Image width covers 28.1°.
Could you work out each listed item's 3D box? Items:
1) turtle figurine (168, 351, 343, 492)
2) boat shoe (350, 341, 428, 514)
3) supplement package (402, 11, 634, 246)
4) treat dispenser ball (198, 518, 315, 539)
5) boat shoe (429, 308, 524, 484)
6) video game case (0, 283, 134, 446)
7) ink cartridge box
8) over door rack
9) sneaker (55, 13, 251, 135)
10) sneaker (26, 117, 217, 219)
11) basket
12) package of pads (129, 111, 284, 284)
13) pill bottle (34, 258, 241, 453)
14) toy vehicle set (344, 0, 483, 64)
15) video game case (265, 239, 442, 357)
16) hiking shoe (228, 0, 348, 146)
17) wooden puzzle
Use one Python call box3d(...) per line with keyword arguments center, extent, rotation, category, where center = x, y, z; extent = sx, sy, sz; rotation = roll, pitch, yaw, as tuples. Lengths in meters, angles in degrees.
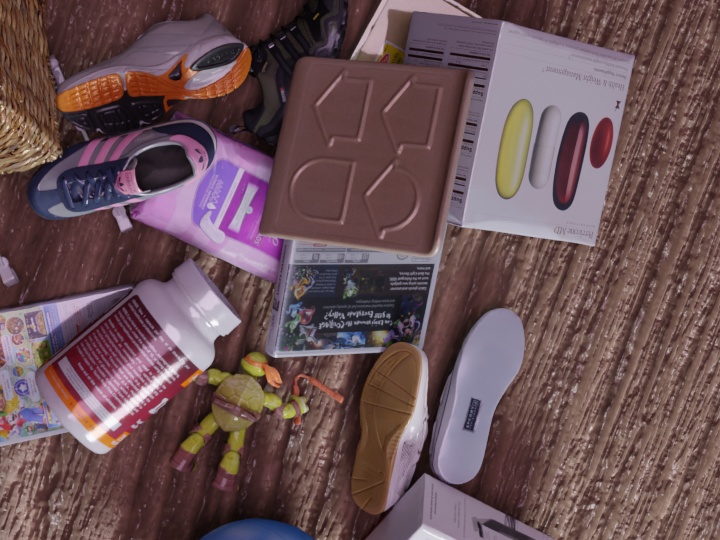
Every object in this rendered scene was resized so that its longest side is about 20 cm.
box3d(center=(-0.128, 0.155, 1.545), extent=(0.199, 0.064, 0.162), rotation=(24, 95, -15), category="turtle figurine")
box3d(center=(0.042, 0.168, 1.582), extent=(0.069, 0.071, 0.201), rotation=(-9, 120, -49), category="boat shoe")
box3d(center=(0.148, -0.144, 1.467), extent=(0.190, 0.147, 0.201), rotation=(5, 99, -37), category="supplement package")
box3d(center=(-0.110, 0.364, 1.518), extent=(0.200, 0.201, 0.202), rotation=(-2, 101, -11), category="treat dispenser ball")
box3d(center=(0.119, 0.135, 1.591), extent=(0.073, 0.065, 0.201), rotation=(26, 83, -15), category="boat shoe")
box3d(center=(-0.325, 0.102, 1.520), extent=(0.199, 0.018, 0.144), rotation=(-11, 103, -9), category="video game case")
box3d(center=(0.114, 0.334, 1.590), extent=(0.199, 0.083, 0.147), rotation=(29, 124, -15), category="ink cartridge box")
box3d(center=(-0.333, -0.098, 1.455), extent=(0.147, 0.067, 0.201), rotation=(-24, 104, -5), category="over door rack")
box3d(center=(-0.215, -0.202, 1.446), extent=(0.199, 0.092, 0.076), rotation=(-18, 136, -19), category="sneaker")
box3d(center=(-0.238, -0.094, 1.395), extent=(0.199, 0.082, 0.070), rotation=(-21, 111, 8), category="sneaker")
box3d(center=(-0.379, -0.198, 1.344), extent=(0.142, 0.149, 0.201), rotation=(-13, 74, 9), category="basket")
box3d(center=(-0.129, -0.070, 1.496), extent=(0.199, 0.076, 0.121), rotation=(25, 94, -15), category="package of pads")
box3d(center=(-0.224, 0.084, 1.469), extent=(0.200, 0.113, 0.113), rotation=(-40, 105, -1), category="pill bottle")
box3d(center=(0.043, -0.203, 1.530), extent=(0.124, 0.027, 0.201), rotation=(28, 94, -15), category="toy vehicle set")
box3d(center=(0.000, 0.000, 1.514), extent=(0.199, 0.023, 0.183), rotation=(0, 108, -37), category="video game case")
box3d(center=(-0.073, -0.226, 1.476), extent=(0.100, 0.076, 0.201), rotation=(15, 85, -1), category="hiking shoe")
box3d(center=(0.009, -0.109, 1.392), extent=(0.199, 0.046, 0.186), rotation=(7, 78, 25), category="wooden puzzle")
